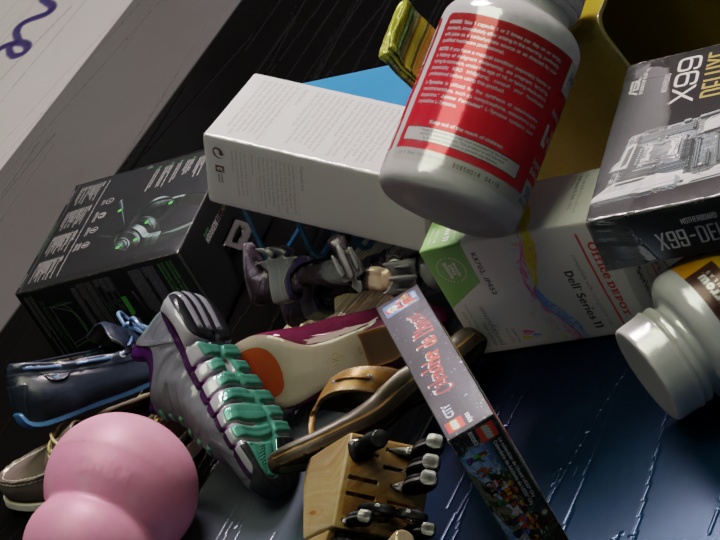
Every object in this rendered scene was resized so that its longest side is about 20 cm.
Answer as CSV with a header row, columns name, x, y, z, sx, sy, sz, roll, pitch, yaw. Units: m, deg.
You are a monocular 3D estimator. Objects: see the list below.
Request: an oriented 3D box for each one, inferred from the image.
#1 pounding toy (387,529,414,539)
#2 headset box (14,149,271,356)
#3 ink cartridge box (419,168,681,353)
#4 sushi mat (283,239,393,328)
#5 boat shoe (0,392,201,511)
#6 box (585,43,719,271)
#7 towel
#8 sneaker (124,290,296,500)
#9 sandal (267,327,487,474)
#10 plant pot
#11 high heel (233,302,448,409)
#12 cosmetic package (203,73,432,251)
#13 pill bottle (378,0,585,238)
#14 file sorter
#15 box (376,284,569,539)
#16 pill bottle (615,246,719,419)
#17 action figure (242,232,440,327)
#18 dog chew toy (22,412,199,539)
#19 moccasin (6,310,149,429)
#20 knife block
name,x,y,z,sx,sy,sz,roll,pitch,yaw
pounding toy,-0.028,0.263,1.407,0.184,0.200,0.142,9,48,49
headset box,-0.195,-0.019,2.101,0.200,0.093,0.174,-15,33,26
ink cartridge box,0.162,-0.009,1.731,0.200,0.117,0.067,-11,36,33
sushi mat,-0.018,0.036,1.936,0.096,0.012,0.200,8,47,49
boat shoe,-0.229,0.151,1.907,0.200,0.060,0.072,-18,32,23
box,0.257,-0.091,1.611,0.158,0.050,0.200,-11,35,27
towel,0.098,-0.147,1.924,0.018,0.200,0.086,-34,24,36
sneaker,-0.122,0.116,1.817,0.088,0.074,0.200,-44,58,25
sandal,0.008,0.095,1.743,0.200,0.055,0.082,-34,-15,-9
plant pot,0.202,-0.156,1.860,0.176,0.200,0.200,-22,29,36
high heel,-0.024,0.069,1.855,0.200,0.068,0.096,-9,6,28
cosmetic package,-0.017,-0.090,1.832,0.200,0.071,0.101,14,41,20
pill bottle,0.098,-0.135,1.685,0.112,0.112,0.200,9,73,49
file sorter,0.000,-0.093,1.983,0.200,0.123,0.139,-9,29,26
box,0.081,0.112,1.603,0.038,0.137,0.200,-30,30,1
pill bottle,0.283,0.019,1.585,0.200,0.109,0.109,-34,29,-6
action figure,0.000,0.000,1.858,0.200,0.130,0.069,-9,78,35
dog chew toy,-0.206,0.210,1.744,0.124,0.125,0.200,-6,45,37
moccasin,-0.213,0.075,1.944,0.200,0.068,0.080,-23,6,-35
knife block,0.012,0.145,1.584,0.064,0.176,0.200,14,31,-10
